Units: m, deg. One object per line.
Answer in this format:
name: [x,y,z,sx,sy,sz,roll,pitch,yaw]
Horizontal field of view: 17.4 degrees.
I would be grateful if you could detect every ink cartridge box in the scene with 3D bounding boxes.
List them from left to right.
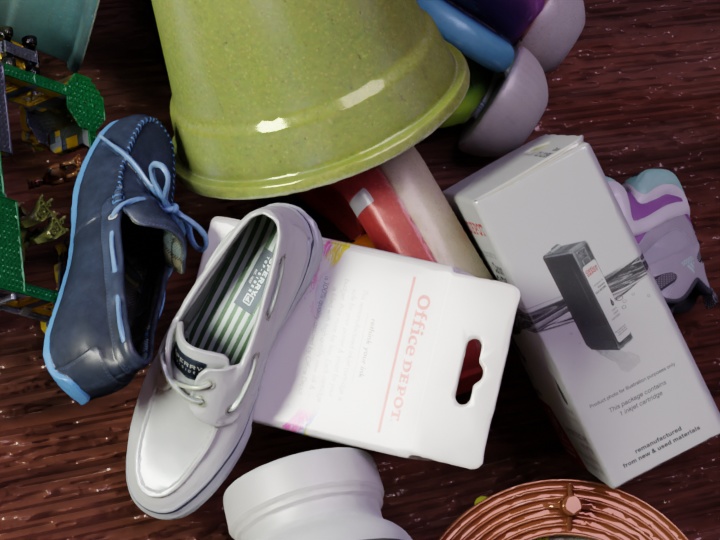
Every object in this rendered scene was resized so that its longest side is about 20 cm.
ink cartridge box: [-0.001,0.045,1.402,0.199,0.067,0.118,13,87,19]
ink cartridge box: [0.136,0.022,1.477,0.084,0.144,0.201,-26,96,-4]

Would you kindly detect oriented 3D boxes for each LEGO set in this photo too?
LEGO set: [-0.230,-0.034,1.413,0.154,0.116,0.201,4,72,-58]

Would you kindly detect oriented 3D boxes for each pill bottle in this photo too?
pill bottle: [-0.011,0.212,1.354,0.116,0.116,0.201,-3,64,-28]

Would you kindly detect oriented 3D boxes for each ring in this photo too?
ring: [0.125,0.225,1.422,0.200,0.019,0.201,1,78,-5]

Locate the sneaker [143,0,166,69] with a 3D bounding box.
sneaker: [-0.124,-0.223,1.582,0.075,0.079,0.201,-2,84,-36]

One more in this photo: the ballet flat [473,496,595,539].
ballet flat: [0.152,0.208,1.465,0.200,0.067,0.067,52,19,7]

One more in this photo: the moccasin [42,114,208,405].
moccasin: [-0.127,-0.009,1.381,0.080,0.068,0.201,41,42,-42]

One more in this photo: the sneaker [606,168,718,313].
sneaker: [0.162,0.007,1.585,0.199,0.078,0.140,-9,66,-30]

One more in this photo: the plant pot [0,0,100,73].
plant pot: [-0.248,-0.244,1.466,0.195,0.200,0.201,14,56,-10]

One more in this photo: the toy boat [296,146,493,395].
toy boat: [0.000,0.000,1.499,0.130,0.131,0.200,-29,76,-6]

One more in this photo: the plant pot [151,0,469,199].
plant pot: [-0.052,-0.174,1.442,0.200,0.200,0.185,-42,125,-38]

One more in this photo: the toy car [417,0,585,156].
toy car: [0.074,-0.192,1.612,0.175,0.150,0.200,33,53,-7]

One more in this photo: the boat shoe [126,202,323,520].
boat shoe: [-0.091,0.049,1.360,0.073,0.067,0.201,23,92,20]
